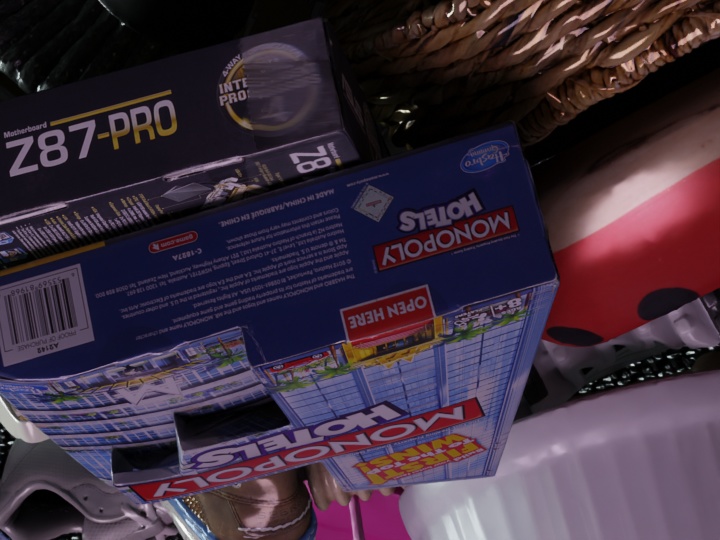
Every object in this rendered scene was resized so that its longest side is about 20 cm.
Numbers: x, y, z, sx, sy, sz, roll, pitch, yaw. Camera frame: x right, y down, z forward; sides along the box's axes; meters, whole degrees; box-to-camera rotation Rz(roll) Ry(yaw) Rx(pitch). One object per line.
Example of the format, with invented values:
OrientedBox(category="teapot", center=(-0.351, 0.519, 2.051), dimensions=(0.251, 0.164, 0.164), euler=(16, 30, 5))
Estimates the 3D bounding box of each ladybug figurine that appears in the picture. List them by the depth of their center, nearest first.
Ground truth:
OrientedBox(category="ladybug figurine", center=(0.123, -0.028, 0.921), dimensions=(0.199, 0.136, 0.072), euler=(-28, 88, 20))

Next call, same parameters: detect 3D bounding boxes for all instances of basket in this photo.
OrientedBox(category="basket", center=(0.100, -0.095, 0.866), dimensions=(0.149, 0.143, 0.200), euler=(41, 135, -21))

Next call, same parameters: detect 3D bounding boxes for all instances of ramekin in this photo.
OrientedBox(category="ramekin", center=(0.124, 0.123, 1.056), dimensions=(0.199, 0.098, 0.201), euler=(-12, 161, -4))

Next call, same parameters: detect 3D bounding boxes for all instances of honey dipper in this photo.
OrientedBox(category="honey dipper", center=(0.073, 0.067, 1.093), dimensions=(0.199, 0.038, 0.038), euler=(-15, 132, 5))

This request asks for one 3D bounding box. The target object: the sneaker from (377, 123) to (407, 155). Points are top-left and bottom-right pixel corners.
OrientedBox(category="sneaker", center=(0.000, 0.000, 1.041), dimensions=(0.078, 0.100, 0.200), euler=(24, 139, -4))

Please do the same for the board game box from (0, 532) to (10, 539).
OrientedBox(category="board game box", center=(-0.241, 0.150, 1.294), dimensions=(0.200, 0.043, 0.199), euler=(44, 157, -26))

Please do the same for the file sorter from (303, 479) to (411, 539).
OrientedBox(category="file sorter", center=(-0.020, 0.198, 1.198), dimensions=(0.200, 0.126, 0.139), euler=(-30, 145, 35))

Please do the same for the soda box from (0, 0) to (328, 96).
OrientedBox(category="soda box", center=(-0.102, -0.101, 0.999), dimensions=(0.199, 0.064, 0.068), euler=(24, 141, -3))

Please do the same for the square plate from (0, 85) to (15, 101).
OrientedBox(category="square plate", center=(-0.223, -0.076, 1.028), dimensions=(0.198, 0.028, 0.200), euler=(38, 157, 2))

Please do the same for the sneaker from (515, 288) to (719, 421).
OrientedBox(category="sneaker", center=(0.118, 0.008, 1.033), dimensions=(0.199, 0.081, 0.075), euler=(-24, 87, 20))

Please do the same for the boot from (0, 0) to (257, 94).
OrientedBox(category="boot", center=(-0.051, -0.104, 0.842), dimensions=(0.079, 0.211, 0.158), euler=(29, 100, -28))

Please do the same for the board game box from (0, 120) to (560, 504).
OrientedBox(category="board game box", center=(-0.020, 0.037, 0.873), dimensions=(0.199, 0.062, 0.200), euler=(-16, 158, 5))

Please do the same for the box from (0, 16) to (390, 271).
OrientedBox(category="box", center=(-0.066, -0.012, 0.874), dimensions=(0.160, 0.049, 0.200), euler=(-12, 159, 8))

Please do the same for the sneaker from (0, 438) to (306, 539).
OrientedBox(category="sneaker", center=(-0.092, 0.107, 1.201), dimensions=(0.199, 0.092, 0.076), euler=(-5, 134, 26))

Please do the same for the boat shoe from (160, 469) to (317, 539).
OrientedBox(category="boat shoe", center=(-0.086, 0.057, 1.119), dimensions=(0.200, 0.072, 0.073), euler=(38, 138, 33))

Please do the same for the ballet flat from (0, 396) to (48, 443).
OrientedBox(category="ballet flat", center=(-0.105, 0.057, 1.022), dimensions=(0.200, 0.074, 0.074), euler=(12, 146, 48))
